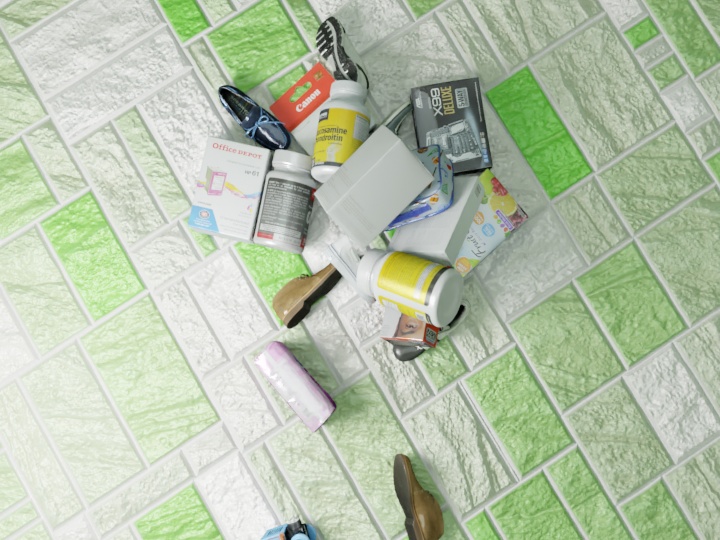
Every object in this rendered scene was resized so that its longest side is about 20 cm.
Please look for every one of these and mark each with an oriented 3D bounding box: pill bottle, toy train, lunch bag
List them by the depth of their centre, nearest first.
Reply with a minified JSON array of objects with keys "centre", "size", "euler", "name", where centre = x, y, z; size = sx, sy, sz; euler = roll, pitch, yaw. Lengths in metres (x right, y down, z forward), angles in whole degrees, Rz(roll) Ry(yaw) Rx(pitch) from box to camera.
[{"centre":[0.096,0.028,1.442],"size":[0.197,0.114,0.116],"euler":[20,85,32],"name":"pill bottle"},{"centre":[-0.133,0.623,1.516],"size":[0.112,0.087,0.204],"euler":[-19,87,7],"name":"toy train"},{"centre":[0.099,-0.168,1.525],"size":[0.197,0.075,0.163],"euler":[-19,51,28],"name":"lunch bag"},{"centre":[-0.037,-0.287,1.529],"size":[0.109,0.112,0.205],"euler":[8,81,1],"name":"pill bottle"},{"centre":[-0.156,-0.146,1.559],"size":[0.111,0.114,0.205],"euler":[12,88,1],"name":"pill bottle"}]

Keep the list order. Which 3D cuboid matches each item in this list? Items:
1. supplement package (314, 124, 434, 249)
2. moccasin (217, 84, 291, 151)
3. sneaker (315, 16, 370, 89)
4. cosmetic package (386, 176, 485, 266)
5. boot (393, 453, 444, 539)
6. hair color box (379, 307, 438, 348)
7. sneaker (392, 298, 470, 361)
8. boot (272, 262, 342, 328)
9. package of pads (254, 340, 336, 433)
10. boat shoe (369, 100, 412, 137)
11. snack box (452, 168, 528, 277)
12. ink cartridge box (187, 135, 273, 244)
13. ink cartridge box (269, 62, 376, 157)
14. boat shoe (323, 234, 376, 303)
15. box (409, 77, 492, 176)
[{"centre":[0.025,-0.166,1.431],"size":[0.200,0.117,0.117],"euler":[-44,118,6],"name":"supplement package"},{"centre":[-0.242,-0.329,1.596],"size":[0.198,0.068,0.081],"euler":[37,99,7],"name":"moccasin"},{"centre":[-0.038,-0.473,1.621],"size":[0.073,0.079,0.204],"euler":[-30,69,27],"name":"sneaker"},{"centre":[0.158,-0.104,1.516],"size":[0.148,0.052,0.202],"euler":[4,55,39],"name":"cosmetic package"},{"centre":[0.122,0.481,1.542],"size":[0.074,0.073,0.205],"euler":[-14,89,-20],"name":"boot"},{"centre":[0.117,0.054,1.530],"size":[0.109,0.064,0.205],"euler":[0,72,34],"name":"hair color box"},{"centre":[0.150,0.121,1.555],"size":[0.199,0.089,0.075],"euler":[-39,87,-2],"name":"sneaker"},{"centre":[-0.108,0.027,1.567],"size":[0.200,0.074,0.075],"euler":[-43,68,-7],"name":"boot"},{"centre":[-0.136,0.239,1.526],"size":[0.075,0.121,0.201],"euler":[-41,86,-3],"name":"package of pads"},{"centre":[0.053,-0.286,1.603],"size":[0.062,0.073,0.201],"euler":[42,89,-10],"name":"boat shoe"},{"centre":[0.248,-0.101,1.589],"size":[0.199,0.053,0.143],"euler":[-41,85,-2],"name":"snack box"},{"centre":[-0.280,-0.175,1.580],"size":[0.141,0.085,0.205],"euler":[12,84,1],"name":"ink cartridge box"},{"centre":[-0.085,-0.343,1.613],"size":[0.162,0.057,0.201],"euler":[-41,91,-3],"name":"ink cartridge box"},{"centre":[0.000,0.000,1.517],"size":[0.066,0.200,0.074],"euler":[-39,50,4],"name":"boat shoe"},{"centre":[0.199,-0.312,1.609],"size":[0.154,0.050,0.205],"euler":[-8,86,0],"name":"box"}]
